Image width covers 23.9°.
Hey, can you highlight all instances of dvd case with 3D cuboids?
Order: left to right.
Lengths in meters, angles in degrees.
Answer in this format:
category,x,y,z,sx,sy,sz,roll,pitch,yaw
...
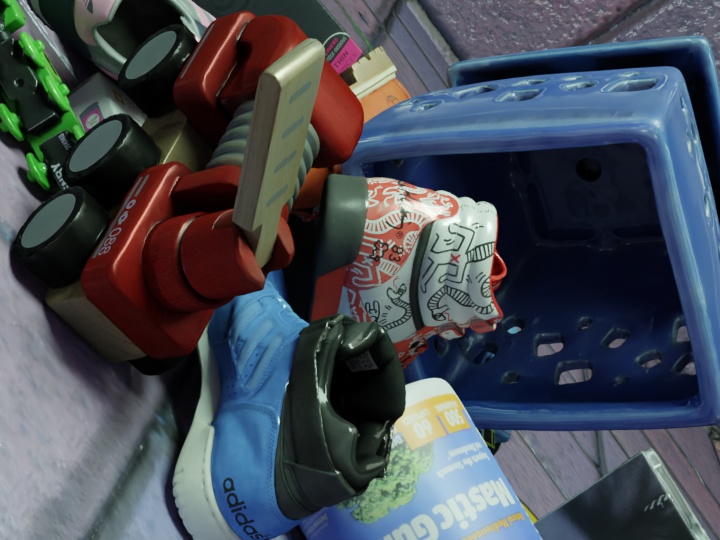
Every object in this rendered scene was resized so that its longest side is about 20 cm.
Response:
category,x,y,z,sx,sy,sz,roll,pitch,yaw
dvd case,0.128,0.209,0.940,0.016,0.200,0.149,-15,69,-50

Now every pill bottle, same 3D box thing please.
category,x,y,z,sx,sy,sz,roll,pitch,yaw
pill bottle,0.049,0.169,0.913,0.200,0.112,0.112,59,12,15

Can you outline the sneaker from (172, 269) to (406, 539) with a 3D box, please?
category,x,y,z,sx,sy,sz,roll,pitch,yaw
sneaker,-0.027,0.045,0.851,0.077,0.111,0.200,54,24,-32

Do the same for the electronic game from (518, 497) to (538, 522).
category,x,y,z,sx,sy,sz,roll,pitch,yaw
electronic game,0.139,0.240,1.249,0.200,0.042,0.200,53,12,-16

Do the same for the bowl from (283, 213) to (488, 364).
category,x,y,z,sx,sy,sz,roll,pitch,yaw
bowl,0.000,0.000,1.102,0.200,0.039,0.201,21,54,-31

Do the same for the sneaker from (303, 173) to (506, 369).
category,x,y,z,sx,sy,sz,roll,pitch,yaw
sneaker,0.021,0.036,0.957,0.067,0.107,0.202,-87,-175,-49

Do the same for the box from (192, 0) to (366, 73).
category,x,y,z,sx,sy,sz,roll,pitch,yaw
box,-0.089,-0.149,1.134,0.106,0.122,0.200,37,-5,47

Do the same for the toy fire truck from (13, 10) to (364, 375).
category,x,y,z,sx,sy,sz,roll,pitch,yaw
toy fire truck,-0.055,-0.058,0.801,0.129,0.199,0.176,48,51,-30

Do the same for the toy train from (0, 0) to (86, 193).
category,x,y,z,sx,sy,sz,roll,pitch,yaw
toy train,-0.178,-0.098,0.915,0.201,0.042,0.056,59,2,14

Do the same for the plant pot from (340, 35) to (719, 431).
category,x,y,z,sx,sy,sz,roll,pitch,yaw
plant pot,0.127,-0.033,1.030,0.180,0.199,0.201,-52,133,-52

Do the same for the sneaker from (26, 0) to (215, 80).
category,x,y,z,sx,sy,sz,roll,pitch,yaw
sneaker,-0.106,-0.123,1.007,0.200,0.070,0.082,26,4,-45

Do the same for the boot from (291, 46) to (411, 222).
category,x,y,z,sx,sy,sz,roll,pitch,yaw
boot,-0.016,-0.056,1.044,0.200,0.075,0.107,-39,99,-46

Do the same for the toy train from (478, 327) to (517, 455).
category,x,y,z,sx,sy,sz,roll,pitch,yaw
toy train,0.070,0.085,1.245,0.200,0.086,0.115,41,50,-70

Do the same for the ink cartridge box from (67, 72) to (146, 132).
category,x,y,z,sx,sy,sz,roll,pitch,yaw
ink cartridge box,-0.107,-0.019,0.987,0.095,0.037,0.200,38,20,-54
